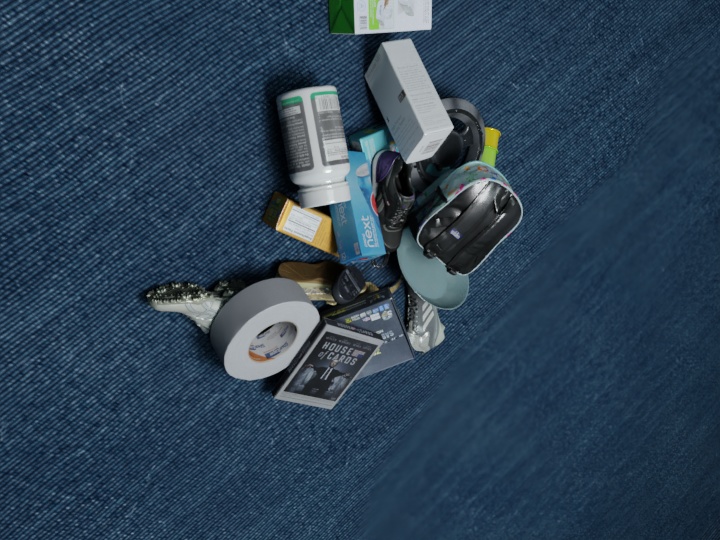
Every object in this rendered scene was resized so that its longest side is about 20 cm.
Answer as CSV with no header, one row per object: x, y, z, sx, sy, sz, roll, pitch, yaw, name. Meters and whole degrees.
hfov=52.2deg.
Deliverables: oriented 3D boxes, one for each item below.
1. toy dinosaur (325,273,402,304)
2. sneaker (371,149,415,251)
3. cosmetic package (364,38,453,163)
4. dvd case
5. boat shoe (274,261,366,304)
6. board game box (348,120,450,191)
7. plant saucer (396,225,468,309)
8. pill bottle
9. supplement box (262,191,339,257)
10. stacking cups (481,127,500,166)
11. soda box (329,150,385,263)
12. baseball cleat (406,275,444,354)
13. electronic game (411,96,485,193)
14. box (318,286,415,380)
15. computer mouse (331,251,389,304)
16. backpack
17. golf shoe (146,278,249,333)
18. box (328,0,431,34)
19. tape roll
0.022,0.070,1.536,0.197,0.058,0.103,-12,111,-31,toy dinosaur
0.064,-0.126,1.421,0.075,0.087,0.203,-15,114,-29,sneaker
0.087,-0.315,1.362,0.073,0.102,0.202,-17,73,-27,cosmetic package
-0.064,0.188,1.448,0.149,0.025,0.201,19,118,-37,dvd case
-0.082,0.026,1.451,0.197,0.074,0.063,8,131,-29,boat shoe
0.083,-0.231,1.482,0.198,0.047,0.153,-27,120,-24,board game box
0.145,-0.003,1.559,0.199,0.039,0.204,22,52,-30,plant saucer
-0.080,-0.218,1.308,0.112,0.113,0.204,-13,97,-30,pill bottle
-0.086,-0.081,1.407,0.198,0.066,0.070,25,94,-36,supplement box
0.255,-0.201,1.566,0.060,0.060,0.203,19,78,-37,stacking cups
-0.014,-0.119,1.384,0.067,0.064,0.203,-4,79,-44,soda box
0.126,0.102,1.610,0.106,0.069,0.202,-36,122,-19,baseball cleat
0.169,-0.248,1.479,0.197,0.042,0.203,-13,119,-25,electronic game
-0.005,0.140,1.494,0.197,0.051,0.159,-20,120,5,box
0.000,0.000,1.445,0.200,0.034,0.059,-44,109,-42,computer mouse
0.211,-0.114,1.446,0.177,0.152,0.200,33,118,-31,backpack
-0.286,0.073,1.321,0.197,0.078,0.099,0,112,-33,golf shoe
0.037,-0.534,1.319,0.174,0.096,0.203,-15,113,-30,box
-0.175,0.110,1.362,0.198,0.066,0.202,-26,143,-21,tape roll
